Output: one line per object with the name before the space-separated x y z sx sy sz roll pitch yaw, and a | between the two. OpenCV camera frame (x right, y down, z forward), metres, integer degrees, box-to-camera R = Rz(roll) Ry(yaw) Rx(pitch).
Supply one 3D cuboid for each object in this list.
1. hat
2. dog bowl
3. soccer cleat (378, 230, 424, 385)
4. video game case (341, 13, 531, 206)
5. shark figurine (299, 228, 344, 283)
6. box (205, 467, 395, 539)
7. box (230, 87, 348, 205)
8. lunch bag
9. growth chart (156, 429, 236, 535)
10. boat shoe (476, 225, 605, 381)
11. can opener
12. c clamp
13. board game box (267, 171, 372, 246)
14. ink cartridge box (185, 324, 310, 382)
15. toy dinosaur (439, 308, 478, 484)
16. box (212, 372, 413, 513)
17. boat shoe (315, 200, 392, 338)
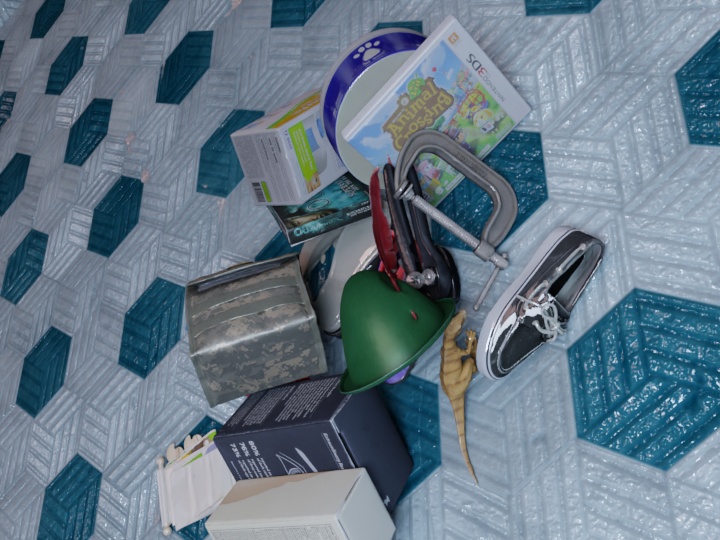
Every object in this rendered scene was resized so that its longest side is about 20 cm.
hat | -0.003 0.013 0.825 0.164 0.177 0.200 -34 7 12
dog bowl | 0.048 -0.214 0.984 0.200 0.199 0.079 -45 38 13
soccer cleat | 0.043 0.046 0.963 0.067 0.073 0.204 -4 68 37
video game case | 0.102 -0.194 0.951 0.200 0.181 0.022 -44 36 14
shark figurine | -0.072 -0.037 1.089 0.128 0.089 0.216 37 94 44
box | -0.069 0.292 0.828 0.197 0.096 0.078 -14 20 33
box | -0.077 -0.189 1.076 0.100 0.114 0.200 3 31 39
lunch bag | -0.142 0.053 0.956 0.161 0.119 0.201 -15 38 -6
growth chart | -0.246 0.318 1.115 0.198 0.018 0.147 -27 55 28
boat shoe | 0.208 0.045 0.829 0.200 0.073 0.068 -52 33 -4
can opener | 0.069 -0.045 0.934 0.062 0.078 0.204 -22 84 20
c clamp | 0.117 -0.079 0.906 0.172 0.199 0.027 -50 1 -24
board game box | -0.063 -0.100 1.054 0.133 0.029 0.200 -21 26 -10
ink cartridge box | -0.159 0.128 1.062 0.068 0.116 0.200 -53 47 5
toy dinosaur | 0.112 0.133 0.864 0.059 0.106 0.204 -2 112 22
box | -0.057 0.223 0.898 0.197 0.150 0.104 -14 19 32
boat shoe | 0.000 0.000 1.028 0.073 0.060 0.203 14 77 35
